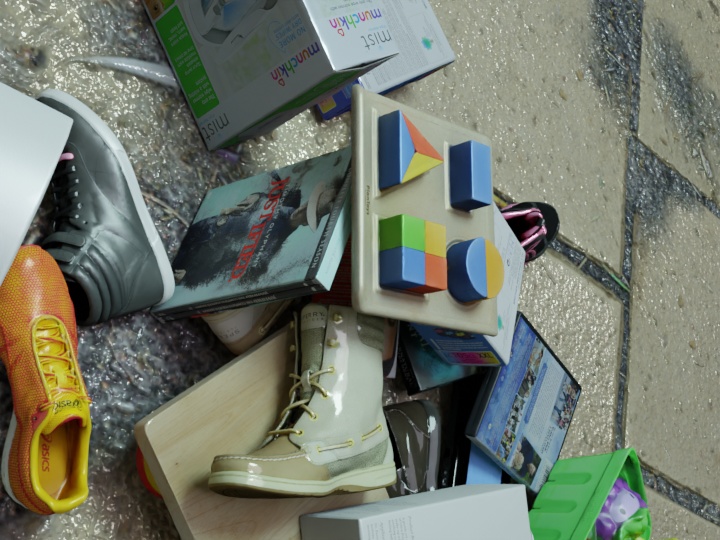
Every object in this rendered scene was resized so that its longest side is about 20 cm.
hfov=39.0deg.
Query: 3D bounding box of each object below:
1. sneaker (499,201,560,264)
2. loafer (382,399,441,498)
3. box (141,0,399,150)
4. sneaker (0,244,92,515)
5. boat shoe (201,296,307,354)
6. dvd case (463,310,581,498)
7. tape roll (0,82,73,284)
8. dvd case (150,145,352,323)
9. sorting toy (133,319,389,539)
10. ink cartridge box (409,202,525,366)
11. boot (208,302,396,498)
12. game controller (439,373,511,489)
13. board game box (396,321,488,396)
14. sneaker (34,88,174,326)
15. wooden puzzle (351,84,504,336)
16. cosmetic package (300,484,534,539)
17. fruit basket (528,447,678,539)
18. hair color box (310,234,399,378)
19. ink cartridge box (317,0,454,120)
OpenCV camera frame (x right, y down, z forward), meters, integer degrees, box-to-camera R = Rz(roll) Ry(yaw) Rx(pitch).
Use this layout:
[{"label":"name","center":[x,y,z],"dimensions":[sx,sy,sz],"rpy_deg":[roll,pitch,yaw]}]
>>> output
[{"label":"sneaker","center":[0.190,-0.047,1.197],"dimensions":[0.200,0.095,0.079],"rpy_deg":[-19,86,-46]},{"label":"loafer","center":[0.034,0.222,0.983],"dimensions":[0.071,0.073,0.201],"rpy_deg":[12,64,-27]},{"label":"box","center":[-0.088,-0.231,0.932],"dimensions":[0.097,0.200,0.177],"rpy_deg":[-26,94,-44]},{"label":"sneaker","center":[-0.228,0.080,0.756],"dimensions":[0.073,0.077,0.201],"rpy_deg":[-9,93,-47]},{"label":"boat shoe","center":[-0.079,0.004,0.954],"dimensions":[0.200,0.073,0.069],"rpy_deg":[-48,123,-43]},{"label":"dvd case","center":[0.182,0.150,1.104],"dimensions":[0.200,0.017,0.143],"rpy_deg":[45,61,-47]},{"label":"tape roll","center":[-0.270,-0.028,0.686],"dimensions":[0.071,0.202,0.203],"rpy_deg":[27,58,-21]},{"label":"dvd case","center":[-0.084,-0.030,0.864],"dimensions":[0.022,0.199,0.146],"rpy_deg":[46,49,-35]},{"label":"sorting toy","center":[-0.089,0.172,0.866],"dimensions":[0.200,0.069,0.200],"rpy_deg":[-32,105,-44]},{"label":"ink cartridge box","center":[0.086,-0.012,0.981],"dimensions":[0.200,0.076,0.137],"rpy_deg":[50,45,-48]},{"label":"boot","center":[-0.044,0.104,0.823],"dimensions":[0.200,0.072,0.156],"rpy_deg":[8,79,-50]},{"label":"game controller","center":[0.130,0.197,1.091],"dimensions":[0.104,0.042,0.201],"rpy_deg":[29,58,-32]},{"label":"board game box","center":[0.078,0.020,1.083],"dimensions":[0.135,0.028,0.201],"rpy_deg":[-13,78,-32]},{"label":"sneaker","center":[-0.232,-0.046,0.821],"dimensions":[0.099,0.070,0.201],"rpy_deg":[-35,104,-49]},{"label":"wooden puzzle","center":[0.066,-0.047,0.854],"dimensions":[0.199,0.046,0.186],"rpy_deg":[14,70,-47]},{"label":"cosmetic package","center":[0.055,0.249,0.874],"dimensions":[0.199,0.085,0.108],"rpy_deg":[2,80,-40]},{"label":"fruit basket","center":[0.281,0.307,1.075],"dimensions":[0.216,0.215,0.156],"rpy_deg":[-48,128,-41]},{"label":"hair color box","center":[0.000,0.000,0.971],"dimensions":[0.101,0.061,0.201],"rpy_deg":[17,77,-69]},{"label":"ink cartridge box","center":[-0.005,-0.251,1.091],"dimensions":[0.200,0.076,0.137],"rpy_deg":[-32,97,-46]}]
